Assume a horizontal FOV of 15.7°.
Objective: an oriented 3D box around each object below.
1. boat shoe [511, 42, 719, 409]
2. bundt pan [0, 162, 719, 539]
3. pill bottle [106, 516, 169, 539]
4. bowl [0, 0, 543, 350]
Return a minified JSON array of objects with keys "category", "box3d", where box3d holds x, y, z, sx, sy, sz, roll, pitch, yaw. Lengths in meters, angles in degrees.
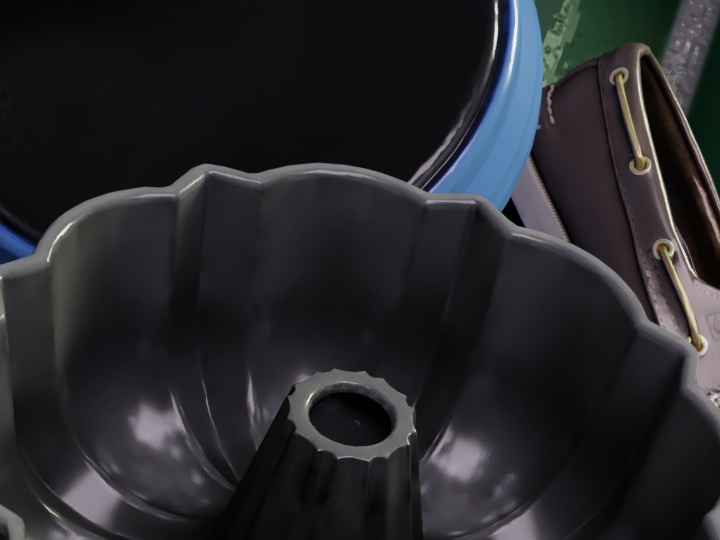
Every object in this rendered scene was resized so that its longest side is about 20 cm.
[{"category":"boat shoe","box3d":[0.113,0.018,0.869,0.072,0.059,0.201,9,51,-56]},{"category":"bundt pan","box3d":[-0.009,0.063,0.664,0.201,0.076,0.202,8,39,-7]},{"category":"pill bottle","box3d":[-0.020,0.171,0.725,0.200,0.114,0.114,43,59,7]},{"category":"bowl","box3d":[-0.044,-0.067,0.794,0.200,0.039,0.201,-2,61,4]}]
